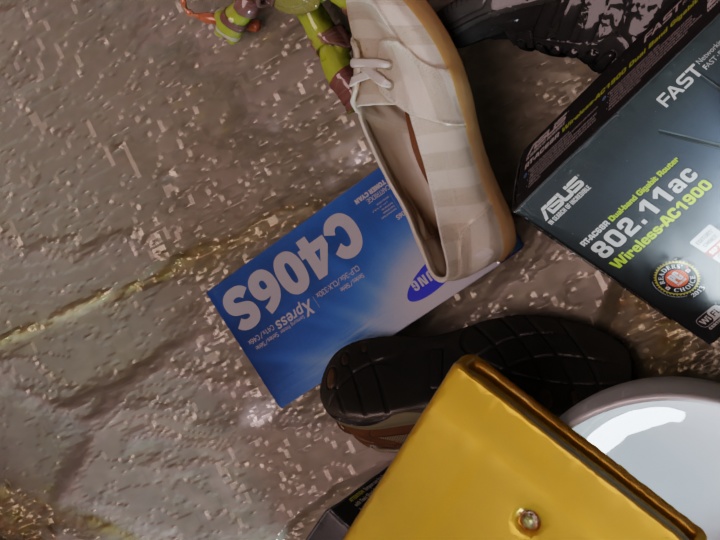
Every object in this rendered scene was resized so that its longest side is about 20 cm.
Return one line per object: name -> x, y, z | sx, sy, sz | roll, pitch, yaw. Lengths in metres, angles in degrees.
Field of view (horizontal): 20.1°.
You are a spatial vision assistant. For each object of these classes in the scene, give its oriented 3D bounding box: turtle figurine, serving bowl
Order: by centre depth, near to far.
serving bowl -> 0.190, 0.142, 1.228 | 0.199, 0.066, 0.201 | 5, 121, 8
turtle figurine -> -0.028, -0.189, 1.263 | 0.161, 0.064, 0.200 | 48, 121, 8

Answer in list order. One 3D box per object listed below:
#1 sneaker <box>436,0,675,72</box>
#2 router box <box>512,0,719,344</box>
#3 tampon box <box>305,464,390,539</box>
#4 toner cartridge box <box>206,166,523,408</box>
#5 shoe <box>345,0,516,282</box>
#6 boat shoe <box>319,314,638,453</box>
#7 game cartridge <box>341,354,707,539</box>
sneaker -> 0.147, -0.133, 1.176 | 0.199, 0.060, 0.105 | -17, 96, 19
router box -> 0.202, -0.067, 1.123 | 0.149, 0.062, 0.200 | 33, 128, -15
tampon box -> 0.045, 0.249, 1.316 | 0.200, 0.126, 0.150 | 40, 117, 13
toner cartridge box -> 0.000, 0.000, 1.317 | 0.200, 0.043, 0.095 | -35, 89, 31
shoe -> 0.033, -0.087, 1.196 | 0.070, 0.053, 0.201 | 1, 117, 62
boat shoe -> 0.077, 0.078, 1.287 | 0.199, 0.076, 0.074 | -2, 144, 16
game cartridge -> 0.080, 0.178, 1.197 | 0.176, 0.032, 0.201 | 38, 117, 14
